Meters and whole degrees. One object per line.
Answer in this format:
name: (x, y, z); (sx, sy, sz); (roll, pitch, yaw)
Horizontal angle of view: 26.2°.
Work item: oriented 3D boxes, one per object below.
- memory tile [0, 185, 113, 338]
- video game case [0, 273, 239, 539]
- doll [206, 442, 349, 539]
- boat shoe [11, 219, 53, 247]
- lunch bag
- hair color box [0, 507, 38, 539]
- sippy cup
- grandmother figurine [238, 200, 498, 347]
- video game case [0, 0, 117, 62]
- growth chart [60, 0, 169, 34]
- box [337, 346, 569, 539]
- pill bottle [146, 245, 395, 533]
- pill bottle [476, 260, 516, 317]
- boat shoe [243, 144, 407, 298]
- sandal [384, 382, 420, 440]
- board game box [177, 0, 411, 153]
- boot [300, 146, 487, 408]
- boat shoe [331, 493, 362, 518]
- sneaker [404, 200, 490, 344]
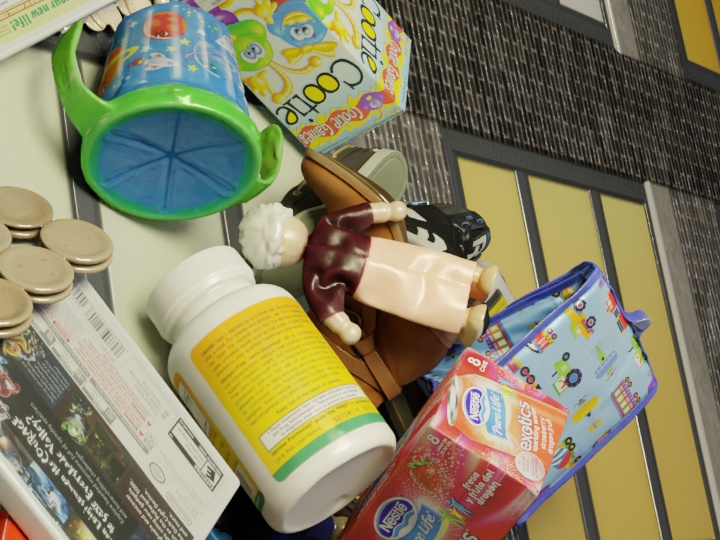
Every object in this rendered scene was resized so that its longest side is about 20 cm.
memory tile: (-0.258, -0.009, 0.971); (0.153, 0.017, 0.200); (27, 30, 12)
video game case: (-0.170, 0.109, 0.981); (0.200, 0.023, 0.182); (55, 27, -11)
doll: (-0.085, 0.191, 1.174); (0.200, 0.048, 0.137); (36, 47, -40)
boat shoe: (-0.258, 0.025, 1.012); (0.200, 0.070, 0.064); (-60, 156, -57)
lunch bag: (0.167, 0.095, 1.339); (0.151, 0.200, 0.094); (57, -2, -31)
hair color box: (-0.187, 0.244, 0.956); (0.200, 0.101, 0.061); (47, 21, -29)
sippy cup: (-0.144, -0.129, 1.186); (0.178, 0.139, 0.131); (68, 14, -52)
grandmother figurine: (0.000, 0.000, 1.192); (0.199, 0.061, 0.122); (20, 58, -2)
video game case: (-0.264, -0.260, 1.140); (0.183, 0.022, 0.200); (60, 40, -11)
growth chart: (-0.232, -0.251, 1.211); (0.200, 0.018, 0.145); (-24, 95, -55)
box: (0.061, 0.169, 1.165); (0.095, 0.200, 0.100); (32, 40, 0)
pill bottle: (-0.072, 0.083, 1.144); (0.113, 0.113, 0.200); (-5, 52, -54)
pill bottle: (0.125, 0.099, 1.449); (0.200, 0.112, 0.112); (58, 37, -18)
boat shoe: (-0.040, -0.042, 1.333); (0.201, 0.060, 0.072); (-41, 134, -36)
sandal: (0.069, 0.170, 1.345); (0.082, 0.054, 0.201); (60, 11, -53)
board game box: (-0.056, -0.214, 1.348); (0.200, 0.103, 0.105); (44, 35, -33)
boot: (-0.014, 0.012, 1.259); (0.200, 0.155, 0.074); (45, 9, 7)
boat shoe: (-0.012, 0.160, 1.278); (0.200, 0.059, 0.072); (42, 44, -35)
sneaker: (0.083, -0.010, 1.367); (0.111, 0.200, 0.073); (-12, 125, -28)
